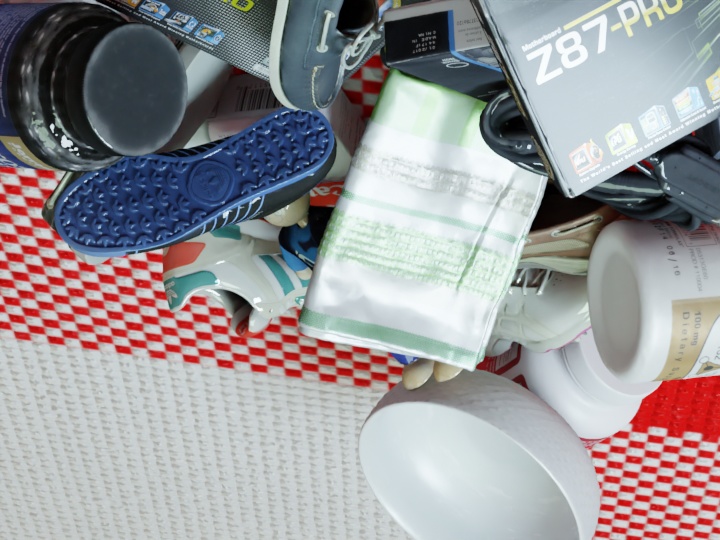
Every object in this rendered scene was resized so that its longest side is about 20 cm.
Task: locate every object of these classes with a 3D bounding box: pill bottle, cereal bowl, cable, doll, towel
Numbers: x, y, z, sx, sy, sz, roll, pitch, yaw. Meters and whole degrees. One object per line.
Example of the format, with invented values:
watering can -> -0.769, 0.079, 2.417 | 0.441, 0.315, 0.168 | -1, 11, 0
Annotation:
pill bottle -> 0.271, 0.015, 1.560 | 0.198, 0.115, 0.115 | -5, 154, -15
cereal bowl -> 0.101, 0.148, 1.711 | 0.199, 0.083, 0.201 | 22, 141, 19
cable -> 0.159, -0.080, 1.447 | 0.199, 0.051, 0.163 | 22, 174, -29
pill bottle -> 0.156, 0.094, 1.773 | 0.111, 0.113, 0.200 | 23, 148, -20
doll -> 0.000, 0.000, 1.606 | 0.200, 0.049, 0.136 | 46, 146, -19
towel -> 0.052, -0.032, 1.532 | 0.148, 0.031, 0.202 | 11, 111, -24
pill bottle -> -0.208, -0.123, 1.469 | 0.199, 0.113, 0.112 | 7, 157, 48

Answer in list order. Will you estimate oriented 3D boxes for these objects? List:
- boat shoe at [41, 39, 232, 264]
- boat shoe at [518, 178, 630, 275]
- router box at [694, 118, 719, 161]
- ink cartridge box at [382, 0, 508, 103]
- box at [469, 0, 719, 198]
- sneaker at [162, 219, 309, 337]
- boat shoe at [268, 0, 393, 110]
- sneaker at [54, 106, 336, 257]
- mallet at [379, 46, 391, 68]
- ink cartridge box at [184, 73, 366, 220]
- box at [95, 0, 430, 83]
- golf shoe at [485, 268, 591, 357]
boat shoe -> -0.159, -0.100, 1.534 | 0.064, 0.201, 0.071 | 41, -162, 18
boat shoe -> 0.104, -0.040, 1.610 | 0.198, 0.076, 0.072 | -5, 142, 11
router box -> 0.291, -0.125, 1.415 | 0.156, 0.053, 0.201 | 2, 149, 13
ink cartridge box -> 0.103, -0.137, 1.388 | 0.099, 0.040, 0.199 | -9, 172, 29
box -> 0.170, -0.157, 1.262 | 0.199, 0.049, 0.162 | -27, 118, -1
sneaker -> -0.064, 0.011, 1.694 | 0.198, 0.094, 0.070 | 12, 162, -25
boat shoe -> -0.015, -0.164, 1.343 | 0.061, 0.075, 0.201 | 18, 142, 10
sneaker -> -0.109, -0.052, 1.503 | 0.198, 0.071, 0.078 | -18, 167, -4
mallet -> 0.059, -0.165, 1.409 | 0.041, 0.066, 0.200 | 12, 152, -20
ink cartridge box -> -0.060, -0.070, 1.630 | 0.161, 0.057, 0.200 | -5, 142, 24
box -> -0.071, -0.196, 1.419 | 0.199, 0.045, 0.160 | 24, 148, -21
golf shoe -> 0.116, 0.015, 1.679 | 0.091, 0.076, 0.199 | 38, 150, -23
